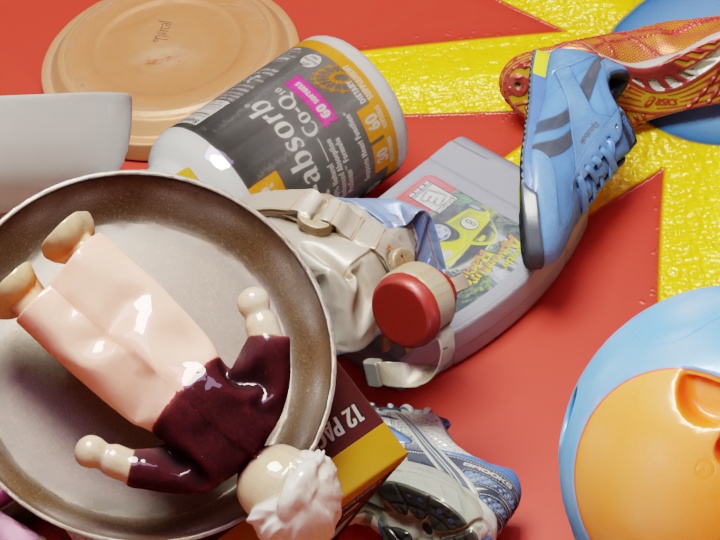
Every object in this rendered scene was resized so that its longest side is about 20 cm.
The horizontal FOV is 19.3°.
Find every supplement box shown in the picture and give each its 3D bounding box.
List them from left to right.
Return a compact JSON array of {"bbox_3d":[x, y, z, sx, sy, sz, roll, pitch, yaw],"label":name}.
[{"bbox_3d":[-0.105,0.089,1.190,0.133,0.197,0.200,-33,79,-25],"label":"supplement box"}]

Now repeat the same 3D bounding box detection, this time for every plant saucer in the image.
[{"bbox_3d":[-0.112,0.046,1.080,0.200,0.032,0.201,4,69,-10],"label":"plant saucer"},{"bbox_3d":[-0.145,-0.161,1.611,0.200,0.032,0.200,-3,44,3],"label":"plant saucer"}]

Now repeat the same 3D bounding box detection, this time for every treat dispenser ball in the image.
[{"bbox_3d":[0.210,0.108,1.177,0.201,0.201,0.201,-3,45,3],"label":"treat dispenser ball"}]

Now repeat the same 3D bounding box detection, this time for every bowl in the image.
[{"bbox_3d":[-0.270,-0.062,1.422,0.200,0.075,0.200,-6,-5,-44],"label":"bowl"}]

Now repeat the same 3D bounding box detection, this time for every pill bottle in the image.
[{"bbox_3d":[-0.073,-0.067,1.448,0.200,0.116,0.116,-37,52,-27],"label":"pill bottle"}]

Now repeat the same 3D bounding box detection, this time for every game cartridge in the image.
[{"bbox_3d":[0.056,-0.007,1.431,0.133,0.041,0.200,33,57,28],"label":"game cartridge"}]

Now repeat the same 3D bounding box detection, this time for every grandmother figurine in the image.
[{"bbox_3d":[-0.084,0.059,1.037,0.200,0.061,0.121,45,94,4],"label":"grandmother figurine"}]

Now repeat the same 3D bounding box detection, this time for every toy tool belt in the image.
[{"bbox_3d":[0.000,0.000,1.316,0.200,0.125,0.123,2,22,40],"label":"toy tool belt"}]

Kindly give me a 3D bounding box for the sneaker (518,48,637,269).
[{"bbox_3d":[0.146,-0.079,1.424,0.078,0.066,0.200,6,45,6],"label":"sneaker"}]

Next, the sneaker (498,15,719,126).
[{"bbox_3d":[0.198,-0.144,1.542,0.200,0.073,0.077,-6,22,-5],"label":"sneaker"}]

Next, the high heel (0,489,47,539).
[{"bbox_3d":[-0.194,0.105,1.319,0.096,0.067,0.200,30,58,18],"label":"high heel"}]

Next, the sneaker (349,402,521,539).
[{"bbox_3d":[0.011,0.117,1.294,0.200,0.077,0.085,27,39,28],"label":"sneaker"}]
